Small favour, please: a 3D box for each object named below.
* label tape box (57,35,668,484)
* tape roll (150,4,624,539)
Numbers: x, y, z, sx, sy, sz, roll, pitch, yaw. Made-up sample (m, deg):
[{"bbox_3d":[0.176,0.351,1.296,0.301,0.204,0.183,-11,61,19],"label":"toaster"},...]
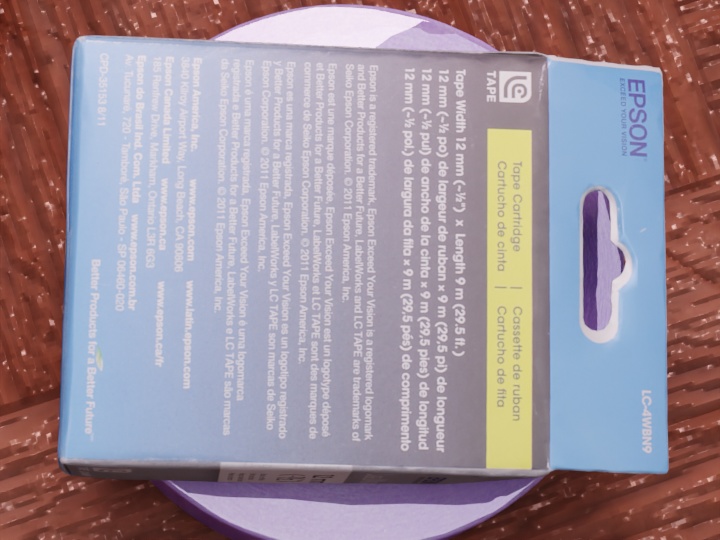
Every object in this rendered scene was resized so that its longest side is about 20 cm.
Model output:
[{"bbox_3d":[0.000,0.000,0.689,0.199,0.066,0.144,2,79,-7],"label":"label tape box"},{"bbox_3d":[-0.006,0.006,0.751,0.200,0.066,0.201,1,78,-5],"label":"tape roll"}]
